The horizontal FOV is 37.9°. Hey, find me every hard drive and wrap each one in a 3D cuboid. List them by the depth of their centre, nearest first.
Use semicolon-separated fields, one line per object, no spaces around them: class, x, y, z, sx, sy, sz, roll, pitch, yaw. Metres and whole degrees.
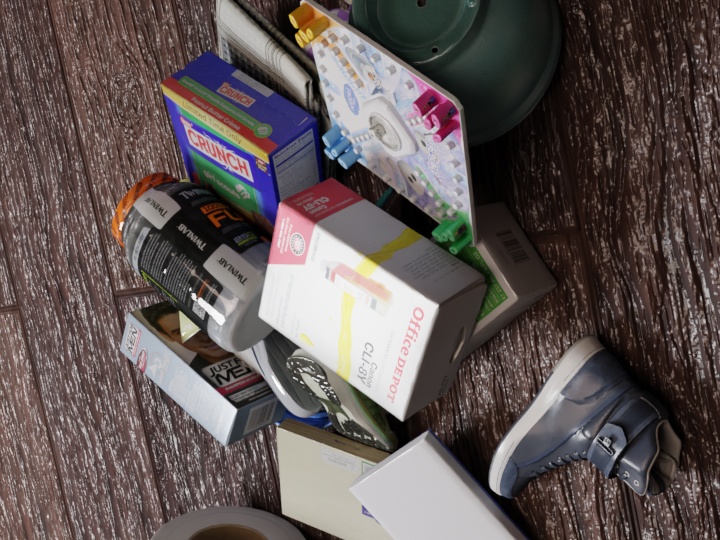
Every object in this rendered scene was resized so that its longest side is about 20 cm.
hard drive;0.096;0.278;1.135;0.200;0.025;0.132;48;127;-3

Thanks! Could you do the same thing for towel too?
towel;-0.094;-0.186;1.149;0.200;0.034;0.193;44;153;21

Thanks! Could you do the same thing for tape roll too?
tape roll;-0.167;0.406;1.311;0.201;0.202;0.141;17;112;35

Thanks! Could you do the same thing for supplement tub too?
supplement tub;-0.173;-0.014;1.157;0.199;0.122;0.123;38;123;19

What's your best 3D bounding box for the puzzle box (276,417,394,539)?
puzzle box;-0.008;0.259;1.224;0.198;0.025;0.134;16;122;27

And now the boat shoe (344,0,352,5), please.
boat shoe;-0.017;-0.371;1.066;0.070;0.070;0.202;9;107;37

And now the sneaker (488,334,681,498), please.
sneaker;0.218;0.185;1.017;0.146;0.077;0.203;44;124;25

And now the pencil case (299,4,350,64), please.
pencil case;0.022;-0.187;1.082;0.200;0.085;0.084;48;163;19

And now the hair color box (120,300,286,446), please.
hair color box;-0.186;0.115;1.264;0.199;0.099;0.061;36;123;27

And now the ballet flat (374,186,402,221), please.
ballet flat;0.000;0.000;1.148;0.067;0.068;0.200;37;105;-8

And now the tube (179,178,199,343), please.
tube;-0.198;-0.016;1.266;0.058;0.051;0.202;90;173;-58

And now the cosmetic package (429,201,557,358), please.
cosmetic package;0.090;0.032;1.077;0.200;0.084;0.108;-45;71;36

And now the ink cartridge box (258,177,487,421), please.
ink cartridge box;0.006;0.026;1.021;0.199;0.083;0.146;33;127;26

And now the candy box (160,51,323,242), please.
candy box;-0.121;-0.116;1.160;0.169;0.077;0.201;35;151;28

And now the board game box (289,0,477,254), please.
board game box;0.022;-0.126;0.954;0.200;0.026;0.201;40;161;30

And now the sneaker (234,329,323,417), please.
sneaker;-0.106;0.092;1.220;0.201;0.073;0.071;58;139;24

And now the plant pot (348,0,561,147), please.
plant pot;0.070;-0.224;0.947;0.198;0.134;0.203;-3;82;22

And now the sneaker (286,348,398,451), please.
sneaker;0.002;0.127;1.156;0.076;0.089;0.201;15;150;41

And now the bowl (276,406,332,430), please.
bowl;-0.074;0.092;1.257;0.199;0.039;0.203;12;109;37
